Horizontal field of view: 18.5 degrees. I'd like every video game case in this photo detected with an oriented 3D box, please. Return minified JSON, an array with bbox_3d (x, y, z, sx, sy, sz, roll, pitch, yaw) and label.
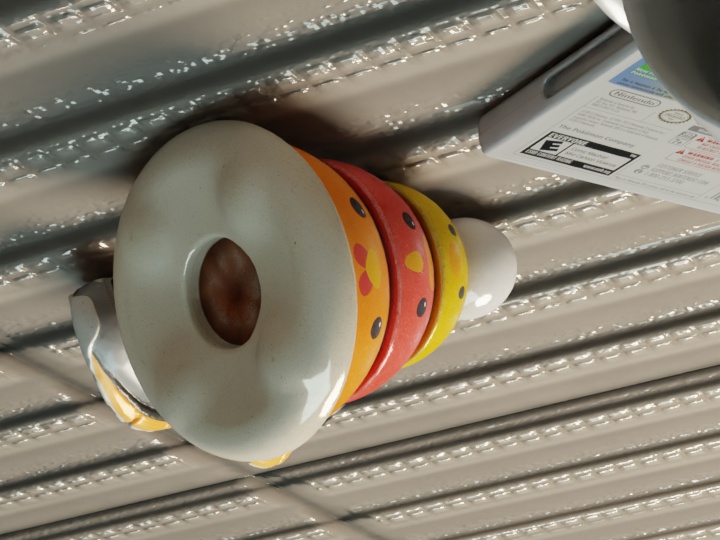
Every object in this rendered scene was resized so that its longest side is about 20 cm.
[{"bbox_3d":[0.182,-0.076,0.952,0.199,0.022,0.182,12,152,-33],"label":"video game case"}]

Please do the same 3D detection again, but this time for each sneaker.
[{"bbox_3d":[-0.073,0.040,1.116,0.077,0.079,0.200,-31,152,22],"label":"sneaker"}]

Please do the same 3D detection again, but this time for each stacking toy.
[{"bbox_3d":[0.000,0.000,1.005,0.199,0.147,0.146,-9,167,-46],"label":"stacking toy"}]

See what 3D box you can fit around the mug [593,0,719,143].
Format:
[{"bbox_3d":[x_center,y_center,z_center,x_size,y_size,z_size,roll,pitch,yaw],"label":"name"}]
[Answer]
[{"bbox_3d":[0.168,-0.089,0.763,0.199,0.149,0.175,14,172,34],"label":"mug"}]
